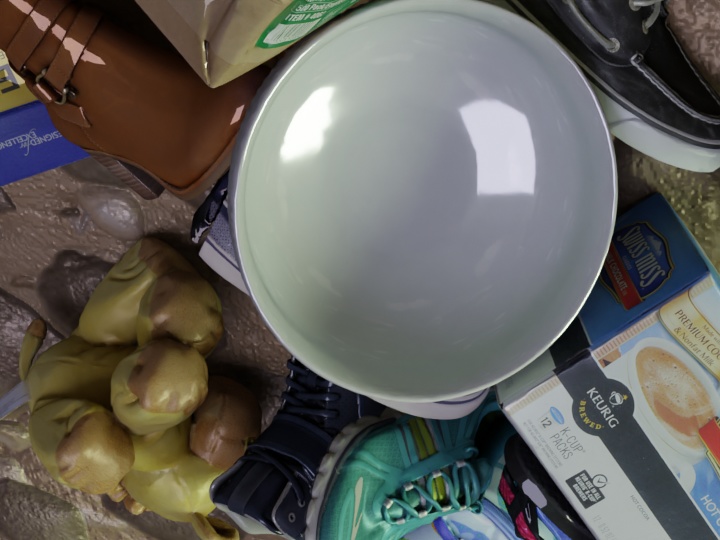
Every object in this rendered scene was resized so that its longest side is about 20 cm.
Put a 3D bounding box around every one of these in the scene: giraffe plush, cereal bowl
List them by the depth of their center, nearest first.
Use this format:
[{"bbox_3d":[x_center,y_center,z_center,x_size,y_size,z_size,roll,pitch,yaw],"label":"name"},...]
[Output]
[{"bbox_3d":[0.026,-0.040,0.764,0.198,0.083,0.202,-3,103,-12],"label":"cereal bowl"},{"bbox_3d":[-0.134,0.104,0.992,0.199,0.174,0.162,-29,126,29],"label":"giraffe plush"}]

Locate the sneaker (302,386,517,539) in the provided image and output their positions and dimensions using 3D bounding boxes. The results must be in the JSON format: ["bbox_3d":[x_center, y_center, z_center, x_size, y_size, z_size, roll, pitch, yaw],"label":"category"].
[{"bbox_3d":[0.037,0.119,0.896,0.079,0.200,0.078,16,128,34],"label":"sneaker"}]

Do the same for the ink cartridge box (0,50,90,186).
[{"bbox_3d":[-0.294,-0.125,0.933,0.196,0.047,0.201,-17,113,14],"label":"ink cartridge box"}]

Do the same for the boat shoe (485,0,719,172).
[{"bbox_3d":[0.125,-0.130,0.777,0.199,0.071,0.064,38,128,-5],"label":"boat shoe"}]

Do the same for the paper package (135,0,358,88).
[{"bbox_3d":[-0.046,-0.210,0.685,0.191,0.200,0.103,49,129,0],"label":"paper package"}]

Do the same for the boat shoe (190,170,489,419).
[{"bbox_3d":[0.000,0.000,0.840,0.199,0.075,0.093,33,137,0],"label":"boat shoe"}]

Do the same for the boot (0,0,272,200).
[{"bbox_3d":[-0.133,-0.117,0.827,0.155,0.077,0.200,45,161,-19],"label":"boot"}]

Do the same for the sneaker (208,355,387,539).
[{"bbox_3d":[-0.034,0.079,0.925,0.077,0.146,0.204,16,131,43],"label":"sneaker"}]

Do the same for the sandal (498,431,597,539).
[{"bbox_3d":[0.113,0.139,0.896,0.045,0.200,0.076,-32,73,8],"label":"sandal"}]

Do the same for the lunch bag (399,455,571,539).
[{"bbox_3d":[0.088,0.218,1.019,0.160,0.083,0.200,-31,110,32],"label":"lunch bag"}]

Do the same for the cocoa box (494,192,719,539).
[{"bbox_3d":[0.177,0.085,0.845,0.131,0.134,0.201,-33,108,12],"label":"cocoa box"}]

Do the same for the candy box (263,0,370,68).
[{"bbox_3d":[0.025,-0.079,0.857,0.115,0.055,0.201,-25,111,35],"label":"candy box"}]
